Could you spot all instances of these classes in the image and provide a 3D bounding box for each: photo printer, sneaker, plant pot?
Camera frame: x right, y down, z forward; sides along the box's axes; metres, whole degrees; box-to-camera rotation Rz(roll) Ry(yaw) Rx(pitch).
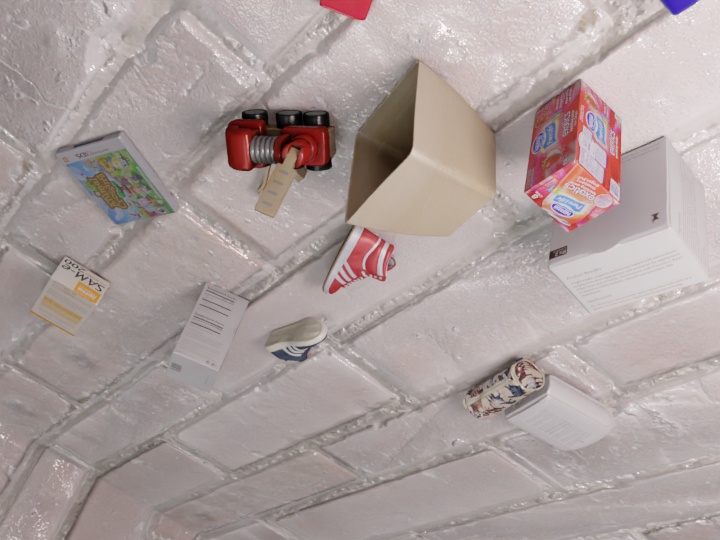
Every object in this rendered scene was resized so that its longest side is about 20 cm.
[{"bbox_3d":[0.449,0.325,1.761,0.199,0.070,0.166,29,139,-12],"label":"photo printer"},{"bbox_3d":[-0.130,0.167,1.815,0.199,0.075,0.085,-14,129,46],"label":"sneaker"},{"bbox_3d":[0.106,-0.167,1.257,0.176,0.201,0.200,23,142,-22],"label":"plant pot"},{"bbox_3d":[0.000,0.000,1.570,0.112,0.071,0.200,26,138,-3],"label":"sneaker"}]

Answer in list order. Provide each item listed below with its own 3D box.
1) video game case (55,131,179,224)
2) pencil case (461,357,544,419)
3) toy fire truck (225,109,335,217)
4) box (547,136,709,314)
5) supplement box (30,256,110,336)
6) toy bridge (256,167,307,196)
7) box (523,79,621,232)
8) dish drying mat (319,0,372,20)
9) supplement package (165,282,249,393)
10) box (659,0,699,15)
[{"bbox_3d":[-0.490,-0.181,1.599,0.181,0.022,0.200,-8,133,29],"label":"video game case"},{"bbox_3d":[0.309,0.263,1.738,0.089,0.078,0.200,13,145,-26],"label":"pencil case"},{"bbox_3d":[-0.148,-0.181,1.297,0.175,0.200,0.130,5,113,16],"label":"toy fire truck"},{"bbox_3d":[0.415,-0.066,1.228,0.198,0.201,0.131,-22,128,39],"label":"box"},{"bbox_3d":[-0.709,0.066,1.926,0.126,0.074,0.200,34,138,-17],"label":"supplement box"},{"bbox_3d":[-0.128,-0.191,1.438,0.067,0.027,0.200,40,135,-21],"label":"toy bridge"},{"bbox_3d":[0.312,-0.169,1.151,0.100,0.201,0.095,37,135,-21],"label":"box"},{"bbox_3d":[0.000,-0.446,1.106,0.076,0.018,0.200,21,139,-3],"label":"dish drying mat"},{"bbox_3d":[-0.343,0.150,1.776,0.109,0.201,0.114,24,139,-7],"label":"supplement package"},{"bbox_3d":[0.401,-0.411,0.854,0.105,0.185,0.200,39,137,-21],"label":"box"}]
